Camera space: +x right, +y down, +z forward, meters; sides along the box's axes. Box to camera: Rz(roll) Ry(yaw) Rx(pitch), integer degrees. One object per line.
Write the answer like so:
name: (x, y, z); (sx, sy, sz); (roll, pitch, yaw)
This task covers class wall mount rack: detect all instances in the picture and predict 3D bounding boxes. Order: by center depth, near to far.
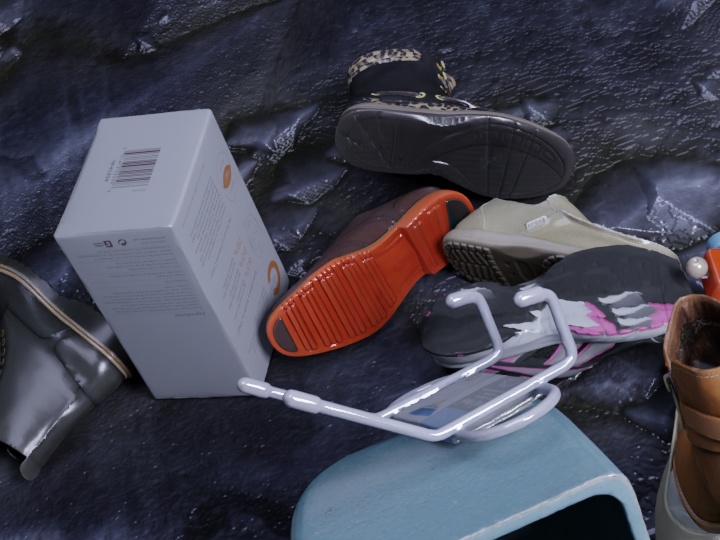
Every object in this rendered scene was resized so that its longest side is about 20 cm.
wall mount rack: (0.028, 0.066, 0.882); (0.173, 0.075, 0.200); (-25, 6, -16)

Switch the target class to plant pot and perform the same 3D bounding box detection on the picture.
plant pot: (0.069, 0.186, 0.894); (0.195, 0.197, 0.200); (-23, 25, 0)

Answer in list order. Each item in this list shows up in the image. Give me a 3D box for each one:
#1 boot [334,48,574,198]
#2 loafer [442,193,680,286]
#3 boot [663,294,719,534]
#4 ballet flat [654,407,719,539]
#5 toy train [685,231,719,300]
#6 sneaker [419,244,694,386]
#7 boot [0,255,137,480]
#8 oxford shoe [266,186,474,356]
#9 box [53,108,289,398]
boot: (0.076, -0.129, 1.248); (0.199, 0.073, 0.151); (6, 28, -5)
loafer: (0.158, -0.020, 1.124); (0.199, 0.076, 0.068); (13, 61, 31)
boot: (0.203, 0.085, 0.833); (0.076, 0.156, 0.200); (-26, 17, 8)
ballet flat: (0.230, 0.123, 0.973); (0.069, 0.070, 0.201); (-1, 49, 20)
toy train: (0.298, 0.063, 0.982); (0.150, 0.056, 0.200); (5, 42, -16)
sneaker: (0.149, 0.043, 1.061); (0.199, 0.086, 0.081); (-8, 52, 17)
boot: (-0.293, 0.075, 1.217); (0.200, 0.078, 0.138); (24, 66, 37)
oxford shoe: (0.000, 0.000, 1.184); (0.200, 0.071, 0.072); (-33, 28, -20)
box: (-0.139, -0.009, 1.140); (0.097, 0.200, 0.125); (-4, 47, 18)
